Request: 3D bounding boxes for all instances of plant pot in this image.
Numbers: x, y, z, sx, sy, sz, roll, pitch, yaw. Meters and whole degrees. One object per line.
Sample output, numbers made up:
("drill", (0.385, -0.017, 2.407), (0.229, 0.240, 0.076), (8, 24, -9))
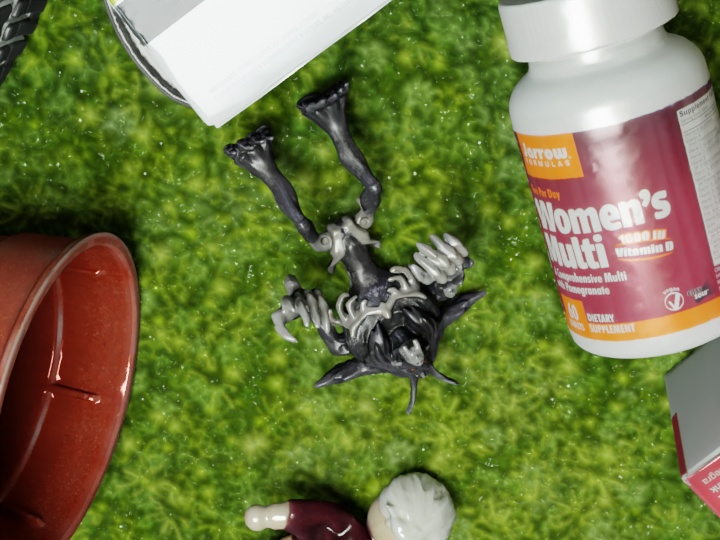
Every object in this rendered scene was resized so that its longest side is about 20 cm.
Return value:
("plant pot", (-0.258, 0.054, 0.863), (0.195, 0.201, 0.201), (13, 110, 11))

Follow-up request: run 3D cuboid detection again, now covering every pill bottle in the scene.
("pill bottle", (0.144, -0.062, 0.809), (0.109, 0.110, 0.200), (-15, 107, 11))

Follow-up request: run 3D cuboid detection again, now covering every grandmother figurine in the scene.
("grandmother figurine", (-0.032, 0.185, 0.945), (0.200, 0.061, 0.121), (-27, 131, 12))

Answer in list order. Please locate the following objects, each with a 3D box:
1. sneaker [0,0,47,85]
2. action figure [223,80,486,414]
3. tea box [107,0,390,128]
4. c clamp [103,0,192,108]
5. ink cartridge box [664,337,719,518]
("sneaker", (-0.248, -0.132, 0.851), (0.090, 0.078, 0.200), (31, 108, 3))
("action figure", (0.000, 0.000, 0.853), (0.119, 0.102, 0.200), (-29, 102, 3))
("tea box", (-0.070, -0.204, 0.713), (0.134, 0.200, 0.197), (-34, 105, 13))
("c clamp", (-0.077, -0.196, 0.837), (0.171, 0.027, 0.200), (39, 107, -12))
("ink cartridge box", (0.271, 0.131, 0.840), (0.083, 0.147, 0.200), (-42, 99, 19))
